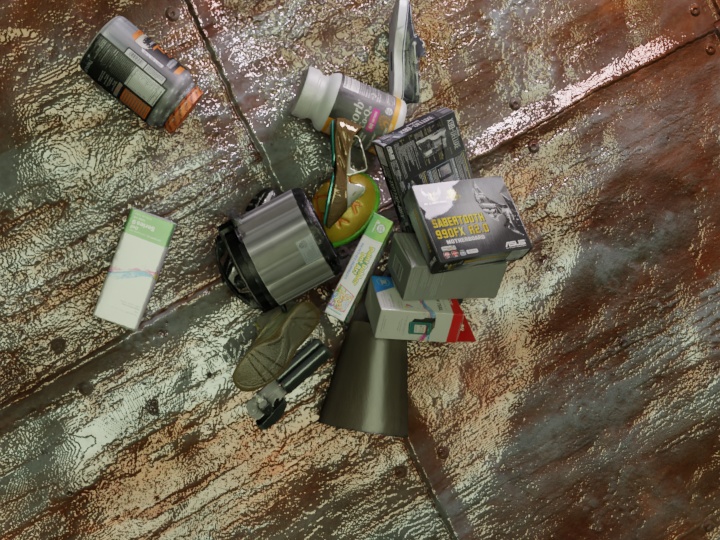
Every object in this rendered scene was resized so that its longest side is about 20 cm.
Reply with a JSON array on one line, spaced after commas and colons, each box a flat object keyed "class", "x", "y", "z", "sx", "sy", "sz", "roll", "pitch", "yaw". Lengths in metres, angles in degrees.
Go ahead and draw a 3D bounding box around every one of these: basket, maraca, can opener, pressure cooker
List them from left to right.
[{"class": "pressure cooker", "x": -0.152, "y": -0.032, "z": 1.606, "sx": 0.199, "sy": 0.179, "sz": 0.177, "roll": -28, "pitch": 69, "yaw": 0}, {"class": "can opener", "x": -0.137, "y": 0.216, "z": 1.763, "sx": 0.200, "sy": 0.053, "sz": 0.067, "roll": -45, "pitch": 135, "yaw": -5}, {"class": "maraca", "x": -0.047, "y": -0.100, "z": 1.728, "sx": 0.200, "sy": 0.137, "sz": 0.107, "roll": -46, "pitch": 144, "yaw": 2}, {"class": "basket", "x": 0.018, "y": 0.202, "z": 1.749, "sx": 0.178, "sy": 0.136, "sz": 0.202, "roll": 7, "pitch": 85, "yaw": 13}]

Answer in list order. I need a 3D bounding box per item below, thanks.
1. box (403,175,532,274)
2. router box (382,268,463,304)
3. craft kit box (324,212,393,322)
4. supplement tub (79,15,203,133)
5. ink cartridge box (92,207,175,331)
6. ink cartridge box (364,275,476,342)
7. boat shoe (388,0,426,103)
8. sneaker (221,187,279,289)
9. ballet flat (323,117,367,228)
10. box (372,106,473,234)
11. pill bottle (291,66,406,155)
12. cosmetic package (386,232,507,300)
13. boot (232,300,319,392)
[{"class": "box", "x": 0.195, "y": -0.085, "z": 1.662, "sx": 0.198, "sy": 0.048, "sz": 0.160, "roll": -8, "pitch": 65, "yaw": -25}, {"class": "router box", "x": 0.144, "y": -0.003, "z": 1.804, "sx": 0.156, "sy": 0.052, "sz": 0.201, "roll": 31, "pitch": 86, "yaw": -12}, {"class": "craft kit box", "x": 0.000, "y": 0.000, "z": 1.698, "sx": 0.048, "sy": 0.200, "sz": 0.199, "roll": 24, "pitch": 88, "yaw": 3}, {"class": "supplement tub", "x": -0.387, "y": -0.345, "z": 1.636, "sx": 0.200, "sy": 0.122, "sz": 0.123, "roll": 39, "pitch": 85, "yaw": -12}, {"class": "ink cartridge box", "x": -0.401, "y": -0.004, "z": 1.638, "sx": 0.087, "sy": 0.145, "sz": 0.202, "roll": 19, "pitch": 89, "yaw": -12}, {"class": "ink cartridge box", "x": 0.117, "y": 0.073, "z": 1.707, "sx": 0.198, "sy": 0.117, "sz": 0.068, "roll": 4, "pitch": 121, "yaw": -14}, {"class": "boat shoe", "x": 0.093, "y": -0.423, "z": 1.762, "sx": 0.067, "sy": 0.072, "sz": 0.203, "roll": 0, "pitch": 95, "yaw": -10}, {"class": "sneaker", "x": -0.192, "y": -0.058, "z": 1.727, "sx": 0.079, "sy": 0.074, "sz": 0.202, "roll": 22, "pitch": 94, "yaw": -23}, {"class": "ballet flat", "x": -0.025, "y": -0.174, "z": 1.649, "sx": 0.071, "sy": 0.068, "sz": 0.202, "roll": 5, "pitch": 82, "yaw": -3}, {"class": "box", "x": 0.126, "y": -0.180, "z": 1.709, "sx": 0.157, "sy": 0.050, "sz": 0.202, "roll": -29, "pitch": 117, "yaw": -15}, {"class": "pill bottle", "x": -0.022, "y": -0.300, "z": 1.720, "sx": 0.198, "sy": 0.116, "sz": 0.118, "roll": 20, "pitch": 89, "yaw": -12}, {"class": "cosmetic package", "x": 0.160, "y": -0.009, "z": 1.702, "sx": 0.198, "sy": 0.107, "sz": 0.091, "roll": -4, "pitch": 129, "yaw": -20}, {"class": "boot", "x": -0.170, "y": 0.133, "z": 1.690, "sx": 0.072, "sy": 0.154, "sz": 0.200, "roll": 46, "pitch": 77, "yaw": -17}]
